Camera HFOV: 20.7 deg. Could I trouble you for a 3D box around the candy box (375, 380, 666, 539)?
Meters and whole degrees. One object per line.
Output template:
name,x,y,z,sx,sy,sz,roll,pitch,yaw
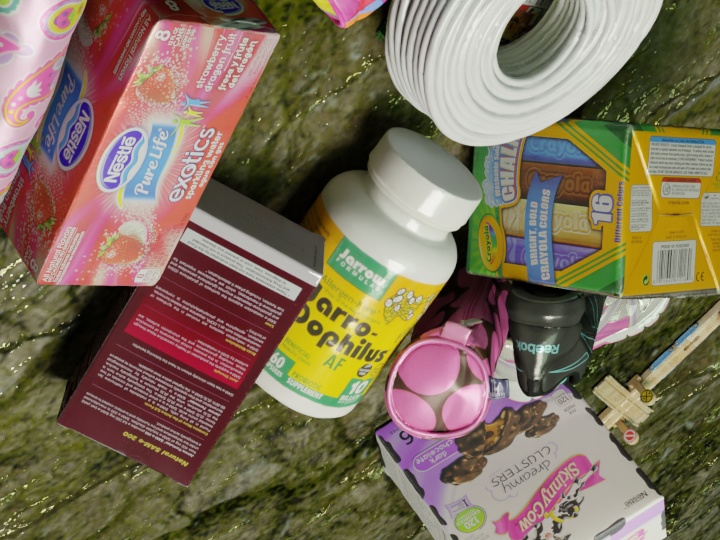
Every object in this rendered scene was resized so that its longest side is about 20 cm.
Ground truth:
candy box,0.136,0.181,1.675,0.167,0.200,0.072,-30,145,-12

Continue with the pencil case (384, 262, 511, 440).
pencil case,0.074,0.054,1.506,0.090,0.200,0.094,9,109,5

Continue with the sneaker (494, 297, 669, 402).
sneaker,0.181,0.026,1.646,0.200,0.081,0.088,-41,147,2

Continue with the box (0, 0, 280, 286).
box,-0.145,-0.096,1.204,0.095,0.100,0.201,0,130,-42

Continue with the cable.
cable,0.113,-0.174,1.334,0.199,0.069,0.201,-13,138,-31

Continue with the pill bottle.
pill bottle,0.000,0.000,1.428,0.112,0.113,0.201,11,123,-47

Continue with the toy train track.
toy train track,0.288,0.104,1.870,0.200,0.033,0.115,-45,144,8

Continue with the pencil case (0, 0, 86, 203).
pencil case,-0.213,-0.123,1.128,0.087,0.088,0.201,0,131,-41

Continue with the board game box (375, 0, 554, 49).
board game box,0.110,-0.190,1.394,0.199,0.023,0.105,3,125,-44

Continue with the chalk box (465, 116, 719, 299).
chalk box,0.161,-0.054,1.475,0.124,0.199,0.125,-2,99,-43

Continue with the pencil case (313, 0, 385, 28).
pencil case,0.041,-0.238,1.224,0.199,0.089,0.088,-37,145,-2

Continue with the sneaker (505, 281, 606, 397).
sneaker,0.146,0.043,1.515,0.200,0.075,0.080,-24,117,-71

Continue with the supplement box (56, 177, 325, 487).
supplement box,-0.118,0.042,1.375,0.108,0.061,0.201,28,114,-14
